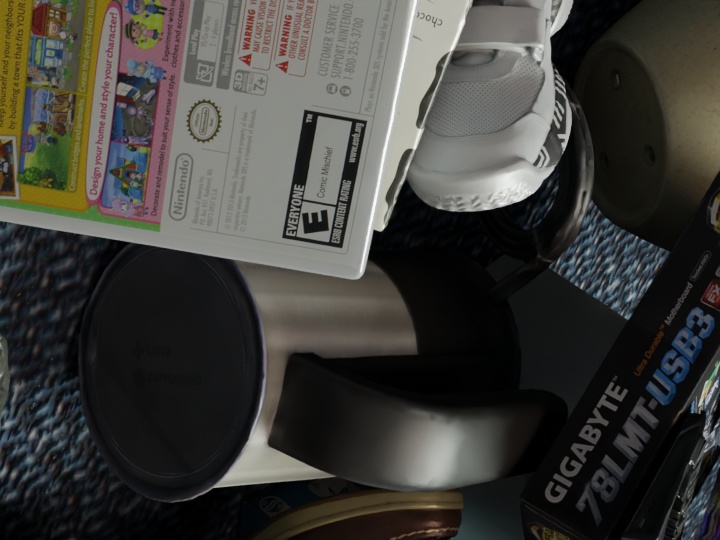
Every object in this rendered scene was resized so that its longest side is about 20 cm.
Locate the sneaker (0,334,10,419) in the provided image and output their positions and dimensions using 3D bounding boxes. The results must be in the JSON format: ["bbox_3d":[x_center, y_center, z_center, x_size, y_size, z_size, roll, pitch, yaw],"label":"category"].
[{"bbox_3d":[-0.214,0.106,0.623,0.200,0.060,0.105,-42,144,-25],"label":"sneaker"}]

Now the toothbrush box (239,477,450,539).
[{"bbox_3d":[0.019,0.223,0.861,0.085,0.200,0.147,-20,133,-38],"label":"toothbrush box"}]

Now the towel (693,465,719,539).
[{"bbox_3d":[0.156,0.183,0.778,0.200,0.023,0.145,-34,142,-63],"label":"towel"}]

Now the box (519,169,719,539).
[{"bbox_3d":[0.150,0.073,0.774,0.199,0.049,0.200,-56,159,-17],"label":"box"}]

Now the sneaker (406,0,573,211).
[{"bbox_3d":[0.047,-0.122,0.667,0.201,0.075,0.115,-75,155,-45],"label":"sneaker"}]

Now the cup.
[{"bbox_3d":[0.200,-0.083,0.847,0.142,0.201,0.201,-9,128,-20],"label":"cup"}]

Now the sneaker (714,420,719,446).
[{"bbox_3d":[0.254,0.032,0.787,0.199,0.076,0.089,-23,161,-26],"label":"sneaker"}]

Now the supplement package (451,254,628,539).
[{"bbox_3d":[0.094,0.113,0.923,0.119,0.121,0.201,-33,140,-27],"label":"supplement package"}]

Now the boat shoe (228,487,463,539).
[{"bbox_3d":[-0.030,0.161,0.778,0.199,0.072,0.072,-24,160,25],"label":"boat shoe"}]

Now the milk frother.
[{"bbox_3d":[0.000,0.000,0.716,0.188,0.180,0.202,3,86,-51],"label":"milk frother"}]

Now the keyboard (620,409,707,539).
[{"bbox_3d":[0.125,0.159,0.723,0.127,0.021,0.201,-54,157,-28],"label":"keyboard"}]

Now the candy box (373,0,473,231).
[{"bbox_3d":[-0.022,-0.130,0.574,0.135,0.061,0.201,18,115,-9],"label":"candy box"}]

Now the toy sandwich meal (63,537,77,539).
[{"bbox_3d":[-0.192,0.198,0.696,0.204,0.071,0.205,-32,173,-4],"label":"toy sandwich meal"}]

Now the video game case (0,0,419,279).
[{"bbox_3d":[-0.070,-0.102,0.542,0.181,0.022,0.201,9,117,-5],"label":"video game case"}]
